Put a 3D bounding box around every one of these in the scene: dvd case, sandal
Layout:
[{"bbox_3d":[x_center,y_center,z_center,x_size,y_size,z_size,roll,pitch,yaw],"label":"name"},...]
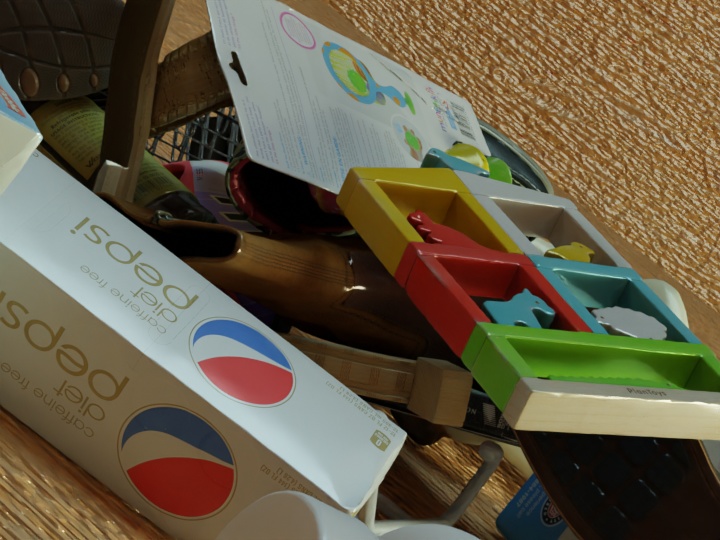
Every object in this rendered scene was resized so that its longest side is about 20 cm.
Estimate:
[{"bbox_3d":[0.035,0.066,1.056,0.199,0.022,0.146,13,-5,34],"label":"dvd case"},{"bbox_3d":[-0.087,-0.082,1.013,0.069,0.213,0.078,20,-12,-20],"label":"sandal"}]

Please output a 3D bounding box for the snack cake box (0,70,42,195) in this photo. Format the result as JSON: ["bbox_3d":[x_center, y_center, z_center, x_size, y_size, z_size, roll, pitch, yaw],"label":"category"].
[{"bbox_3d":[-0.203,-0.062,0.779,0.067,0.115,0.200,29,12,-37],"label":"snack cake box"}]

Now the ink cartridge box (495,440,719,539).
[{"bbox_3d":[0.185,0.147,1.067,0.085,0.145,0.200,32,11,-41],"label":"ink cartridge box"}]

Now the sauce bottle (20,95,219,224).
[{"bbox_3d":[-0.156,-0.063,1.081,0.200,0.065,0.065,44,12,26],"label":"sauce bottle"}]

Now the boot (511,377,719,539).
[{"bbox_3d":[0.137,0.112,0.940,0.200,0.075,0.097,46,-4,13],"label":"boot"}]

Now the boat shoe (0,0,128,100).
[{"bbox_3d":[-0.210,-0.138,1.049,0.199,0.075,0.073,9,23,-18],"label":"boat shoe"}]

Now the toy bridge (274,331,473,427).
[{"bbox_3d":[-0.047,0.040,0.926,0.199,0.027,0.067,10,6,-24],"label":"toy bridge"}]

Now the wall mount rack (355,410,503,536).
[{"bbox_3d":[0.060,0.131,0.916,0.200,0.075,0.174,40,10,22],"label":"wall mount rack"}]

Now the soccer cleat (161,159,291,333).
[{"bbox_3d":[-0.077,-0.016,1.166,0.073,0.068,0.200,13,16,-17],"label":"soccer cleat"}]

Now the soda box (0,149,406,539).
[{"bbox_3d":[-0.085,0.039,0.811,0.200,0.068,0.064,37,34,1],"label":"soda box"}]

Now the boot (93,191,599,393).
[{"bbox_3d":[0.000,0.000,0.956,0.188,0.069,0.200,16,-4,36],"label":"boot"}]

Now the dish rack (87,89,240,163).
[{"bbox_3d":[-0.106,-0.096,1.255,0.153,0.055,0.200,-1,-18,42],"label":"dish rack"}]

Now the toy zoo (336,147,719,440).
[{"bbox_3d":[0.073,0.005,0.918,0.131,0.021,0.200,6,30,-35],"label":"toy zoo"}]

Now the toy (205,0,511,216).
[{"bbox_3d":[-0.006,-0.061,1.018,0.200,0.047,0.116,18,44,-41],"label":"toy"}]

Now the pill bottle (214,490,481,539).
[{"bbox_3d":[0.038,0.149,0.658,0.200,0.112,0.112,31,12,-26],"label":"pill bottle"}]

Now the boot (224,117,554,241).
[{"bbox_3d":[0.015,-0.043,1.134,0.203,0.074,0.154,27,24,-11],"label":"boot"}]

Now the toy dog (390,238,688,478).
[{"bbox_3d":[0.097,0.070,1.228,0.200,0.139,0.195,27,45,-47],"label":"toy dog"}]
